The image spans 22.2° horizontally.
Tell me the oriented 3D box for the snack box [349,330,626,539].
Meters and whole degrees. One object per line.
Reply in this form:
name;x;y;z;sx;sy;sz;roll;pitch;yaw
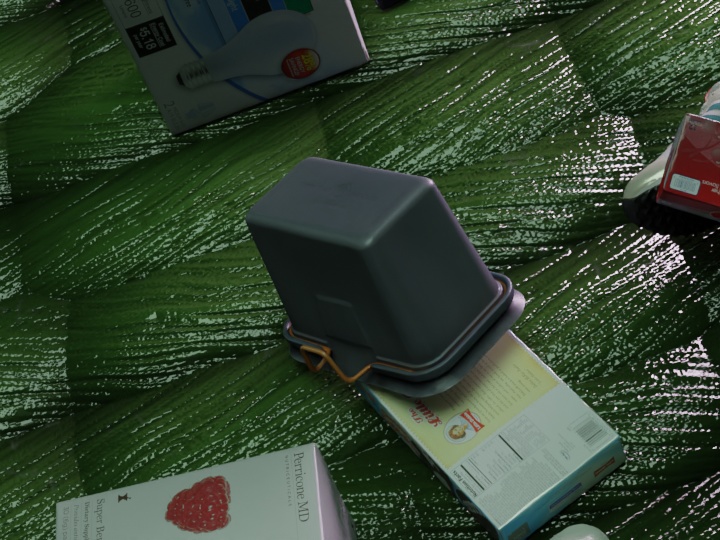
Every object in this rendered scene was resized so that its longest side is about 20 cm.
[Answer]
snack box;0.094;0.109;1.398;0.116;0.037;0.200;-35;50;-11

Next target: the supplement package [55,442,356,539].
supplement package;-0.107;0.223;1.320;0.199;0.120;0.122;-14;49;7

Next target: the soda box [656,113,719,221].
soda box;0.328;-0.056;1.379;0.199;0.070;0.064;18;85;7

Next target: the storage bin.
storage bin;0.000;0.000;1.411;0.146;0.135;0.200;-44;33;-24

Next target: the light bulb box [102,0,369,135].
light bulb box;-0.119;-0.257;1.653;0.199;0.199;0.125;-21;51;3

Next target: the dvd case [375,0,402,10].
dvd case;0.041;-0.345;1.787;0.142;0.018;0.200;-28;49;-5

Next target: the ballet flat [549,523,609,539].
ballet flat;0.118;0.249;1.261;0.069;0.070;0.200;18;60;30

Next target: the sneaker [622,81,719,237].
sneaker;0.290;-0.100;1.484;0.199;0.071;0.094;-27;43;-7
